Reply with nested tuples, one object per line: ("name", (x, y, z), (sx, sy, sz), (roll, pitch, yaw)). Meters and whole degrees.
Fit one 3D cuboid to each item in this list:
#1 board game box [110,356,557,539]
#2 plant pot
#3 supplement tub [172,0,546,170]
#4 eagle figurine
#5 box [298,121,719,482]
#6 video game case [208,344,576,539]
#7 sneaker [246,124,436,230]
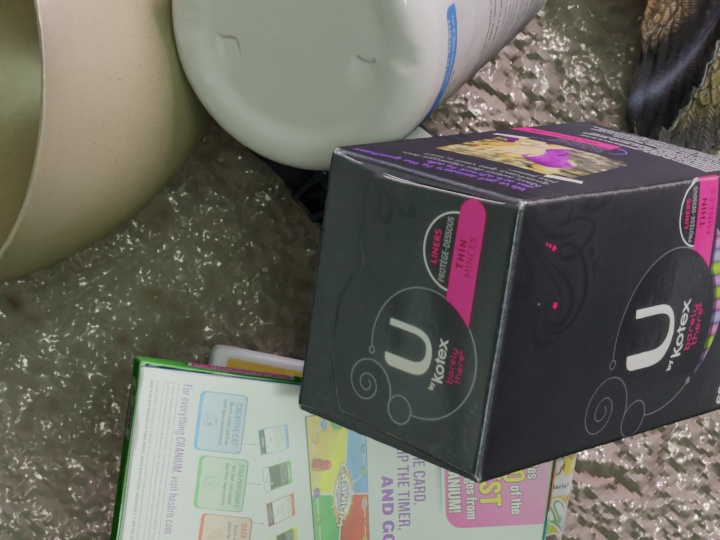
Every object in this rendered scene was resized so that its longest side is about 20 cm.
("board game box", (-0.015, 0.127, 0.920), (0.200, 0.040, 0.153), (8, 90, -10))
("plant pot", (-0.147, -0.094, 0.942), (0.134, 0.200, 0.201), (-5, 88, -41))
("supplement tub", (0.010, -0.140, 0.937), (0.132, 0.200, 0.132), (11, 117, 21))
("eagle figurine", (0.166, -0.165, 1.021), (0.152, 0.151, 0.200), (-14, 79, -29))
("box", (0.082, 0.006, 0.886), (0.200, 0.106, 0.122), (-10, 113, -48))
("video game case", (0.003, 0.146, 1.028), (0.200, 0.023, 0.182), (11, 86, -9))
("sneaker", (0.001, 0.000, 0.992), (0.202, 0.077, 0.146), (29, 67, -9))
